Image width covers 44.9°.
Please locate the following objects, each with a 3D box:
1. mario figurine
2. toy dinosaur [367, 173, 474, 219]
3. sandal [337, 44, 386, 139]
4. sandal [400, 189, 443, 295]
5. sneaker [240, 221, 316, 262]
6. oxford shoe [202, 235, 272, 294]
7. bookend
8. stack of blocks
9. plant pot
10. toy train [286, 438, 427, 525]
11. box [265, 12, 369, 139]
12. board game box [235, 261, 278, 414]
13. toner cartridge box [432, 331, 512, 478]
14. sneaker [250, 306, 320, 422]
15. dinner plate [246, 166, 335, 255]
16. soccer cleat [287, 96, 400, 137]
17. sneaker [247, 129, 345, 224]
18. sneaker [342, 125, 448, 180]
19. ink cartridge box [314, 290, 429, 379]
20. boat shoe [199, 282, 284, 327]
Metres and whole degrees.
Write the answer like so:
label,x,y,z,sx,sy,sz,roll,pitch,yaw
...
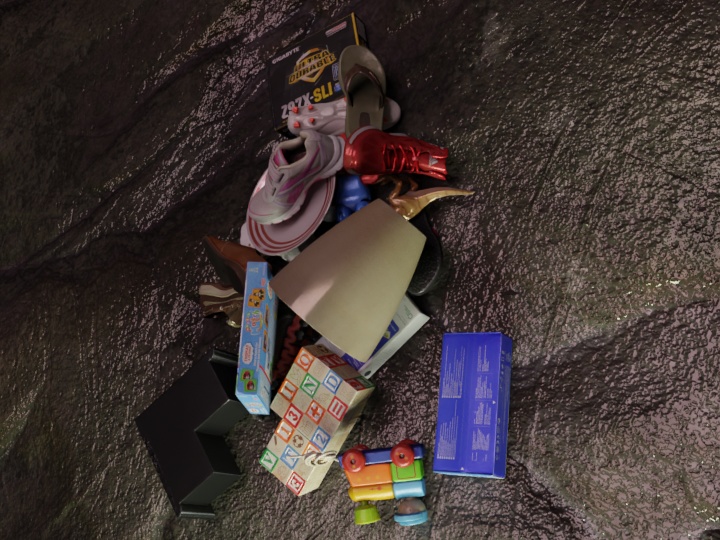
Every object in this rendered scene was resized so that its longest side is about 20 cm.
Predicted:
label,x,y,z,sx,sy,sz,roll,pitch,yaw
mario figurine,-0.003,-0.135,1.453,0.106,0.123,0.200,143,125,-69
toy dinosaur,0.079,-0.108,1.369,0.200,0.060,0.106,-27,62,14
sandal,0.007,-0.292,1.428,0.080,0.057,0.201,-5,62,-2
sandal,0.093,-0.043,1.370,0.075,0.045,0.200,-24,48,19
sneaker,-0.140,-0.037,1.502,0.116,0.074,0.200,-43,47,17
oxford shoe,-0.211,-0.018,1.484,0.071,0.071,0.200,-28,34,-22
bookend,-0.247,0.271,1.450,0.200,0.092,0.199,-43,58,12
stack of blocks,-0.077,0.227,1.336,0.115,0.059,0.200,35,107,24
plant pot,0.000,0.000,1.284,0.200,0.187,0.187,-50,54,3
toy train,-0.002,0.313,1.258,0.200,0.085,0.116,-9,82,8
box,-0.074,-0.349,1.573,0.200,0.049,0.160,-21,66,26
board game box,-0.154,0.106,1.326,0.037,0.151,0.200,3,70,3
toner cartridge box,0.160,0.190,1.240,0.095,0.043,0.200,-4,72,33
sneaker,-0.139,0.147,1.434,0.098,0.071,0.201,21,84,36
dinner plate,-0.113,-0.115,1.449,0.200,0.024,0.200,-20,58,36
soccer cleat,-0.026,-0.263,1.505,0.200,0.078,0.069,-4,78,12
sneaker,-0.118,-0.157,1.395,0.200,0.088,0.081,-43,47,18
sneaker,0.068,-0.178,1.336,0.115,0.200,0.078,14,110,32
ink cartridge box,0.008,0.105,1.373,0.200,0.039,0.099,-44,56,12
boat shoe,-0.203,0.062,1.508,0.202,0.075,0.075,0,83,45
